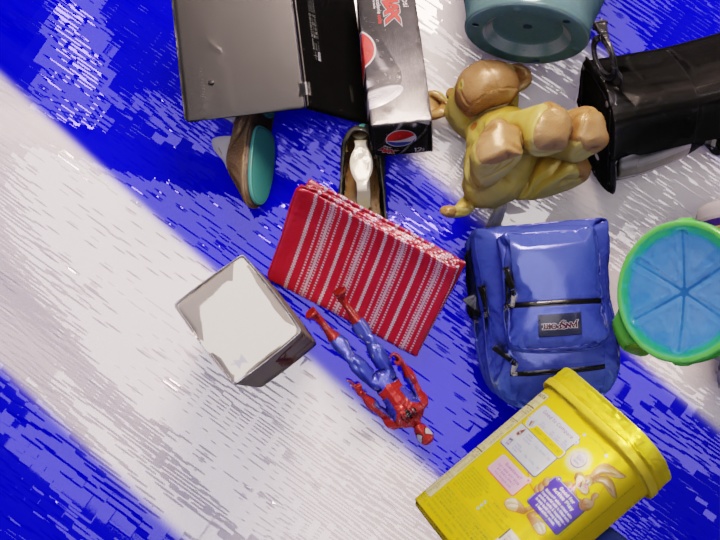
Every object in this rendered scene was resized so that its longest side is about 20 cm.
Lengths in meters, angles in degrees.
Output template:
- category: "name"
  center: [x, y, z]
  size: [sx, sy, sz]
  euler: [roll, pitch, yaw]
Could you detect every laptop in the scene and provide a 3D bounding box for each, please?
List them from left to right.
- category: "laptop"
  center: [-0.098, -0.257, 1.143]
  size: [0.115, 0.200, 0.188]
  euler: [-11, 83, 32]

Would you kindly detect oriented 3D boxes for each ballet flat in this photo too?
- category: "ballet flat"
  center: [-0.133, -0.169, 1.165]
  size: [0.072, 0.068, 0.201]
  euler: [3, 83, 21]
- category: "ballet flat"
  center: [-0.002, -0.069, 1.145]
  size: [0.068, 0.068, 0.201]
  euler: [-4, 84, 3]

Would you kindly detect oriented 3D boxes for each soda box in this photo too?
- category: "soda box"
  center: [0.036, -0.229, 1.133]
  size: [0.070, 0.063, 0.201]
  euler: [-5, 63, 0]

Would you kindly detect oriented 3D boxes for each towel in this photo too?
- category: "towel"
  center: [0.000, 0.000, 1.120]
  size: [0.199, 0.023, 0.145]
  euler: [28, 126, 4]

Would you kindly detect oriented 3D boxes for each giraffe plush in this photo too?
- category: "giraffe plush"
  center: [0.154, -0.161, 1.118]
  size: [0.172, 0.200, 0.163]
  euler: [-4, 65, -27]

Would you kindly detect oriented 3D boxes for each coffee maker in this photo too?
- category: "coffee maker"
  center: [0.349, -0.188, 1.092]
  size: [0.199, 0.192, 0.135]
  euler: [-14, 67, -2]

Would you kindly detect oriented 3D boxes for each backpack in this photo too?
- category: "backpack"
  center: [0.192, 0.050, 1.083]
  size: [0.162, 0.168, 0.201]
  euler: [-4, 90, 6]

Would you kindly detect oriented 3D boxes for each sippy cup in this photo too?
- category: "sippy cup"
  center: [0.343, 0.025, 0.994]
  size: [0.177, 0.130, 0.140]
  euler: [7, 90, 45]

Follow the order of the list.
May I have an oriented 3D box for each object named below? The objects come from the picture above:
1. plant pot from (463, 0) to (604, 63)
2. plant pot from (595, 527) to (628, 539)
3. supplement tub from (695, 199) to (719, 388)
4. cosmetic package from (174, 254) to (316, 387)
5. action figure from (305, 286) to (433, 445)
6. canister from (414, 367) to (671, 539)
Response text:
- category: "plant pot"
  center: [0.190, -0.336, 1.092]
  size: [0.199, 0.200, 0.189]
  euler: [9, 76, 2]
- category: "plant pot"
  center: [0.209, 0.337, 1.038]
  size: [0.199, 0.200, 0.180]
  euler: [-33, 77, -2]
- category: "supplement tub"
  center: [0.441, 0.024, 1.090]
  size: [0.145, 0.145, 0.201]
  euler: [-2, 84, 1]
- category: "cosmetic package"
  center: [-0.114, 0.058, 1.066]
  size: [0.087, 0.200, 0.104]
  euler: [-37, 84, -3]
- category: "action figure"
  center: [0.019, 0.114, 1.124]
  size: [0.065, 0.052, 0.200]
  euler: [-38, 101, -5]
- category: "canister"
  center: [0.167, 0.206, 0.961]
  size: [0.200, 0.087, 0.149]
  euler: [-38, 43, -6]
